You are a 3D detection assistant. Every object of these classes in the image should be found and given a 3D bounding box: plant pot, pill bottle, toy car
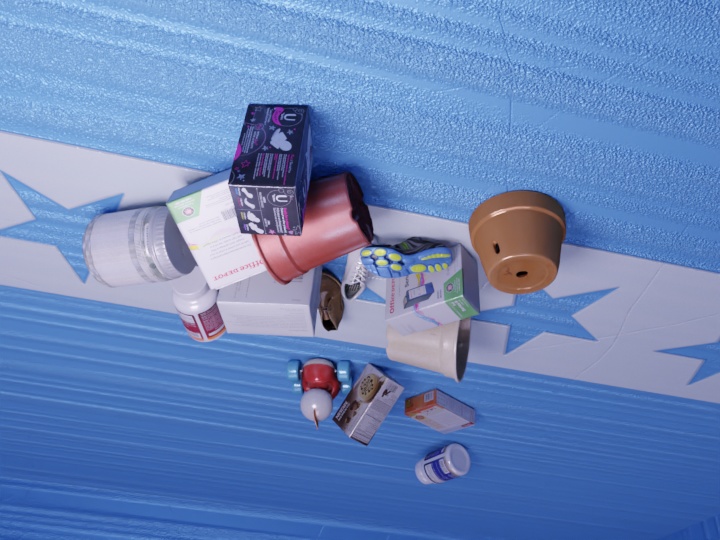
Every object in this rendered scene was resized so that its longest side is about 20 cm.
[{"bbox_3d":[-0.088,-0.094,1.262,0.195,0.201,0.201,-17,139,14],"label":"plant pot"},{"bbox_3d":[0.299,0.717,2.370,0.116,0.116,0.200,25,139,-26],"label":"pill bottle"},{"bbox_3d":[-0.395,0.081,1.578,0.113,0.113,0.200,2,144,3],"label":"pill bottle"},{"bbox_3d":[0.325,-0.045,1.317,0.200,0.140,0.200,2,144,2],"label":"plant pot"},{"bbox_3d":[-0.123,0.376,1.878,0.184,0.200,0.177,0,144,6],"label":"toy car"},{"bbox_3d":[0.167,0.165,1.597,0.183,0.201,0.201,5,145,19],"label":"plant pot"}]

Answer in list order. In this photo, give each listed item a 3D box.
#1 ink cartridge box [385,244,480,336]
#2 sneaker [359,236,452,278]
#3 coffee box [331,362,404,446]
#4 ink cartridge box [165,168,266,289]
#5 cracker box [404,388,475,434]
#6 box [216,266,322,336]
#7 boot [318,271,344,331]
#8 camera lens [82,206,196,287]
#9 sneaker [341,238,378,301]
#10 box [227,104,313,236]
[{"bbox_3d":[0.159,0.048,1.452,0.200,0.145,0.088,-21,136,30],"label":"ink cartridge box"},{"bbox_3d":[0.097,-0.030,1.400,0.199,0.083,0.071,-3,113,-6],"label":"sneaker"},{"bbox_3d":[0.021,0.386,1.860,0.080,0.200,0.113,35,178,-34],"label":"coffee box"},{"bbox_3d":[-0.270,-0.083,1.280,0.145,0.084,0.200,-21,115,3],"label":"ink cartridge box"},{"bbox_3d":[0.256,0.456,2.069,0.200,0.058,0.134,33,135,-32],"label":"cracker box"},{"bbox_3d":[-0.192,0.028,1.414,0.200,0.199,0.131,2,143,3],"label":"box"},{"bbox_3d":[-0.080,0.077,1.577,0.074,0.076,0.200,-3,142,13],"label":"boot"},{"bbox_3d":[-0.468,-0.051,1.367,0.200,0.160,0.160,-6,142,14],"label":"camera lens"},{"bbox_3d":[0.000,0.000,1.465,0.073,0.071,0.200,8,143,-5],"label":"sneaker"},{"bbox_3d":[-0.149,-0.176,1.133,0.115,0.200,0.132,3,144,3],"label":"box"}]
